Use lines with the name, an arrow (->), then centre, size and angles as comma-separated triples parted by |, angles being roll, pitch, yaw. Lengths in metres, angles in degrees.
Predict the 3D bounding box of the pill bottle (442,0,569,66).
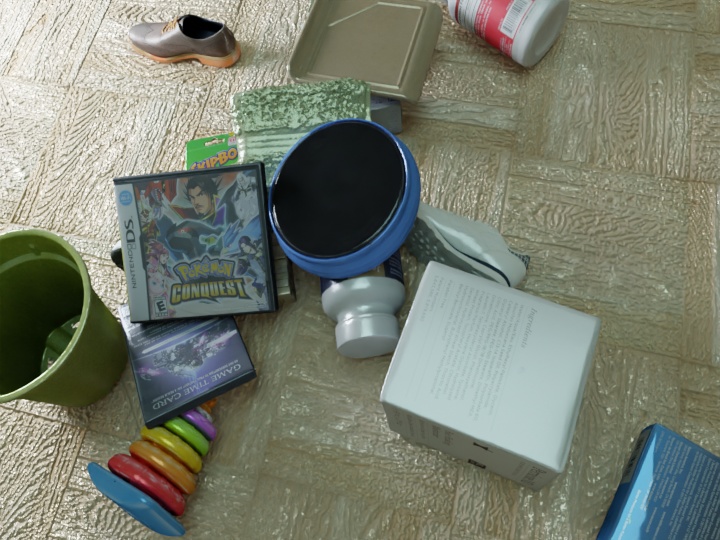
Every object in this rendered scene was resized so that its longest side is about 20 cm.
pill bottle -> 0.204, -0.406, 0.976 | 0.199, 0.113, 0.112 | 41, 77, 20

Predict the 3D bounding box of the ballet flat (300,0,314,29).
ballet flat -> -0.057, -0.408, 1.040 | 0.070, 0.068, 0.206 | -1, 66, 28

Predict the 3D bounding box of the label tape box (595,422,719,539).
label tape box -> 0.375, 0.283, 0.696 | 0.196, 0.066, 0.145 | 29, 74, 14

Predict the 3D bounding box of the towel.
towel -> -0.076, -0.180, 0.875 | 0.193, 0.036, 0.154 | -6, 91, -2

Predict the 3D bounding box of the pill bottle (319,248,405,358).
pill bottle -> 0.000, 0.000, 0.831 | 0.107, 0.112, 0.206 | -8, 66, 3

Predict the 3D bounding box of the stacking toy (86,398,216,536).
stacking toy -> -0.220, 0.202, 0.791 | 0.113, 0.111, 0.203 | 15, 57, 27

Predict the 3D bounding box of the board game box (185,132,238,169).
board game box -> -0.208, -0.106, 0.946 | 0.092, 0.030, 0.207 | -9, 70, 6

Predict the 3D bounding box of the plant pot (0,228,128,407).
plant pot -> -0.384, 0.084, 0.804 | 0.193, 0.185, 0.207 | -3, 66, 6

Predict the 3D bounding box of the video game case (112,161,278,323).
video game case -> -0.208, -0.033, 0.820 | 0.193, 0.026, 0.188 | -5, 96, 7

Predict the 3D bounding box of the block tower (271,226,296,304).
block tower -> -0.127, -0.048, 0.899 | 0.052, 0.058, 0.206 | -9, 65, 3

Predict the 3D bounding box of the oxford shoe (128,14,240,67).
oxford shoe -> -0.292, -0.384, 1.047 | 0.193, 0.073, 0.074 | 7, 68, 10

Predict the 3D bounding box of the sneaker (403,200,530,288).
sneaker -> 0.129, -0.039, 0.863 | 0.198, 0.077, 0.081 | 38, 64, 15

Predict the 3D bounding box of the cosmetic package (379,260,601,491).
cosmetic package -> 0.143, 0.123, 0.735 | 0.195, 0.166, 0.169 | 19, 70, 15

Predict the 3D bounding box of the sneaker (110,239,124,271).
sneaker -> -0.246, -0.065, 0.898 | 0.194, 0.076, 0.118 | -14, 51, 9

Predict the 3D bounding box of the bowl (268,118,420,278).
bowl -> -0.024, -0.094, 0.792 | 0.194, 0.039, 0.207 | -8, 67, 18

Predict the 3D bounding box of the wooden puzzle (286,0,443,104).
wooden puzzle -> 0.010, -0.328, 0.948 | 0.194, 0.038, 0.190 | 14, 64, 9

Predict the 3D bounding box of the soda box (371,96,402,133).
soda box -> -0.037, -0.234, 0.959 | 0.193, 0.064, 0.070 | -10, 64, 3

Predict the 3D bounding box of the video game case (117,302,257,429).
video game case -> -0.226, 0.089, 0.829 | 0.139, 0.019, 0.202 | -24, 48, -11
